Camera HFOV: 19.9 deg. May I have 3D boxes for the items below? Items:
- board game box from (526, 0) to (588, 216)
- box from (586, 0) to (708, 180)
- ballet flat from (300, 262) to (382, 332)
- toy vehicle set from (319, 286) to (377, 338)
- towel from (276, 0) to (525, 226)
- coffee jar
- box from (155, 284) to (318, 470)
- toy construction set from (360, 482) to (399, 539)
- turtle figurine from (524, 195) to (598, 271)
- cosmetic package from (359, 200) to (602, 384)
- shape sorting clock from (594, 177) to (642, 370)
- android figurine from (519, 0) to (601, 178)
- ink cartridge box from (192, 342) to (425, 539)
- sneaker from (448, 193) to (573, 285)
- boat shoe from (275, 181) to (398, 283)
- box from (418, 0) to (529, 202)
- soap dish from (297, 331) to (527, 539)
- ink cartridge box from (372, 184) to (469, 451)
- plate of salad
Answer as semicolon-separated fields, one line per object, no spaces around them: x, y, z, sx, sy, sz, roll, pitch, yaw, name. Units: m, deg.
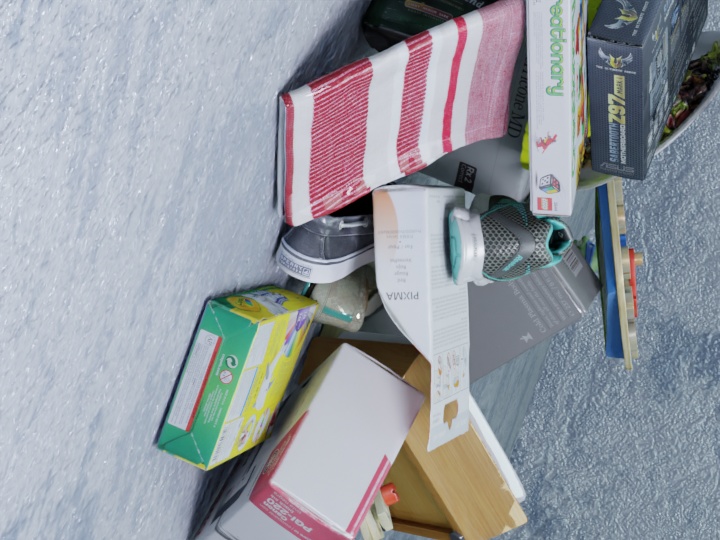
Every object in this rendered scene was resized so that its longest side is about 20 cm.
0.149;-0.159;1.537;0.127;0.034;0.201;-71;161;-53;board game box
0.234;-0.199;1.654;0.158;0.051;0.201;80;28;-52;box
0.000;0.000;1.706;0.200;0.062;0.068;-60;173;-60;ballet flat
-0.029;0.106;1.911;0.124;0.026;0.202;-3;115;-78;toy vehicle set
0.030;-0.114;1.487;0.199;0.023;0.145;-25;149;-19;towel
0.085;-0.248;1.565;0.201;0.104;0.085;-66;162;-12;coffee jar
-0.085;0.074;1.527;0.200;0.048;0.118;-8;119;-76;box
-0.041;0.260;1.754;0.199;0.092;0.131;-37;-166;10;toy construction set
0.135;-0.060;2.001;0.144;0.192;0.201;-75;158;-55;turtle figurine
0.105;0.032;1.839;0.199;0.107;0.090;-35;-175;25;cosmetic package
0.238;-0.010;1.866;0.200;0.039;0.202;-4;90;-86;shape sorting clock
0.183;-0.158;1.711;0.182;0.041;0.202;55;57;-76;android figurine
-0.047;0.166;1.633;0.146;0.084;0.200;-61;-173;-33;ink cartridge box
0.129;-0.023;1.656;0.200;0.090;0.078;-37;124;-76;sneaker
-0.005;-0.051;1.624;0.200;0.071;0.068;-31;144;-61;boat shoe
0.132;-0.202;1.818;0.200;0.130;0.201;101;16;-45;box
0.041;0.150;1.798;0.081;0.157;0.201;-45;118;-28;soap dish
0.050;0.033;1.617;0.162;0.050;0.202;-7;98;-76;ink cartridge box
0.241;-0.148;1.806;0.199;0.048;0.200;-37;-160;15;plate of salad
